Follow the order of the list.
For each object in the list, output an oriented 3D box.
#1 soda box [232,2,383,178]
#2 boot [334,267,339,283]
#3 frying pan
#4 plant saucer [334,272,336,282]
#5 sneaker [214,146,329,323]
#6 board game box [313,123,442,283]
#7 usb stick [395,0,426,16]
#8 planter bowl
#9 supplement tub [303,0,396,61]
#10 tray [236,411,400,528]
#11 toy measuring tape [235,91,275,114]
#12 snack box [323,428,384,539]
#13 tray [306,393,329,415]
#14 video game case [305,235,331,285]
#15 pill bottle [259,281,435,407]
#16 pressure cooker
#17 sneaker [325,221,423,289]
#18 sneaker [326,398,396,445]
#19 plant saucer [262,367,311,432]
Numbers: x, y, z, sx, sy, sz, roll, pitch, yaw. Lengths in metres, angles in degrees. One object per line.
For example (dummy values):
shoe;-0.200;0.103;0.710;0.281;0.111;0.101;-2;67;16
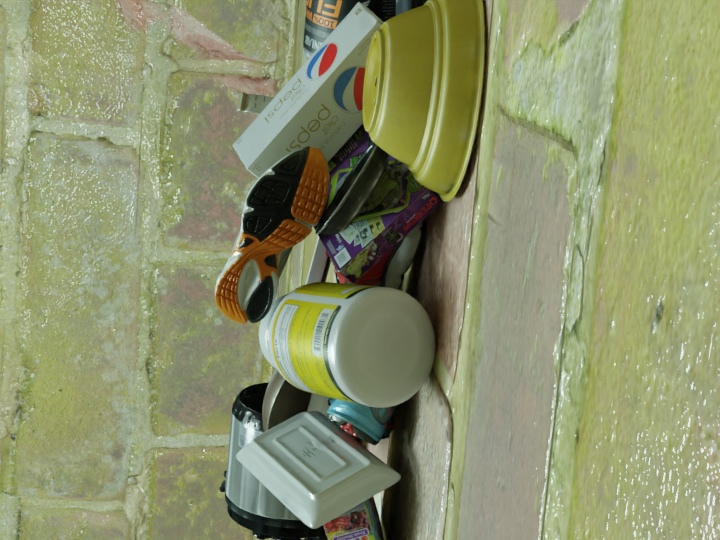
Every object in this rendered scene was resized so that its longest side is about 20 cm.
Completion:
soda box;-0.036;-0.171;1.430;0.200;0.068;0.064;-48;34;8
boot;0.012;-0.039;1.566;0.131;0.067;0.202;-104;21;-74
frying pan;-0.001;-0.094;1.364;0.115;0.031;0.190;-54;7;23
plant saucer;-0.001;-0.015;1.739;0.200;0.050;0.202;-177;90;-82
sneaker;-0.089;-0.048;1.414;0.201;0.075;0.092;-59;11;27
board game box;-0.002;-0.085;1.409;0.120;0.032;0.200;-45;37;13
usb stick;0.054;-0.226;1.466;0.056;0.032;0.202;109;163;-68
planter bowl;0.049;-0.166;1.259;0.200;0.083;0.202;-175;90;-82
supplement tub;0.000;-0.299;1.573;0.123;0.121;0.202;-104;18;-67
tray;-0.050;0.197;1.459;0.200;0.107;0.022;28;140;59
toy measuring tape;-0.036;-0.167;1.554;0.074;0.198;0.074;8;-90;-76
snack box;-0.008;0.266;1.500;0.200;0.053;0.143;-103;-3;-67
tray;-0.011;0.115;1.610;0.022;0.107;0.201;37;130;27
video game case;-0.045;-0.011;1.623;0.200;0.017;0.144;131;154;-90
pill bottle;-0.021;0.069;1.379;0.200;0.112;0.114;5;91;61
pressure cooker;-0.093;0.261;1.838;0.176;0.177;0.202;-125;39;-74
sneaker;0.000;0.000;1.472;0.077;0.084;0.201;-89;18;-61
sneaker;0.020;0.128;1.508;0.096;0.079;0.200;-58;1;1
plant saucer;-0.048;0.119;1.613;0.200;0.032;0.201;-43;-27;-28
